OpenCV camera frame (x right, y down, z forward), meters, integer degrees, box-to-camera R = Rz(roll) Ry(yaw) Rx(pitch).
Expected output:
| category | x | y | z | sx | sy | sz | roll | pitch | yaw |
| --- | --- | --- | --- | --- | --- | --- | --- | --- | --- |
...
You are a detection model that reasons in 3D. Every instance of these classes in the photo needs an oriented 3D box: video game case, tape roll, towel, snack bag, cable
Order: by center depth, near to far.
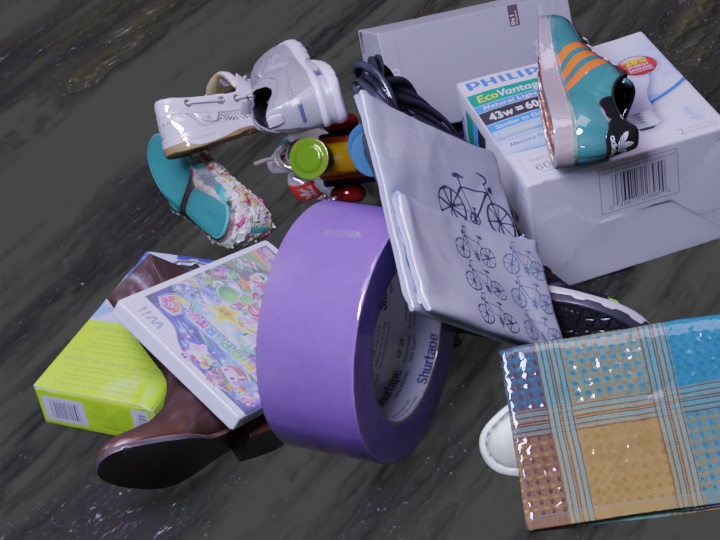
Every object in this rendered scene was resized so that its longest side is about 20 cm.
| category | x | y | z | sx | sy | sz | roll | pitch | yaw |
| --- | --- | --- | --- | --- | --- | --- | --- | --- | --- |
| towel | 0.213 | 0.114 | 1.232 | 0.199 | 0.022 | 0.147 | -9 | 74 | 4 |
| snack bag | 0.080 | -0.036 | 1.281 | 0.021 | 0.188 | 0.201 | -32 | 58 | 32 |
| tape roll | 0.001 | 0.048 | 1.293 | 0.085 | 0.200 | 0.200 | 9 | 40 | 24 |
| video game case | -0.092 | 0.049 | 1.366 | 0.143 | 0.018 | 0.200 | 42 | 35 | 17 |
| cable | 0.059 | -0.105 | 1.403 | 0.051 | 0.163 | 0.200 | -40 | 58 | 27 |

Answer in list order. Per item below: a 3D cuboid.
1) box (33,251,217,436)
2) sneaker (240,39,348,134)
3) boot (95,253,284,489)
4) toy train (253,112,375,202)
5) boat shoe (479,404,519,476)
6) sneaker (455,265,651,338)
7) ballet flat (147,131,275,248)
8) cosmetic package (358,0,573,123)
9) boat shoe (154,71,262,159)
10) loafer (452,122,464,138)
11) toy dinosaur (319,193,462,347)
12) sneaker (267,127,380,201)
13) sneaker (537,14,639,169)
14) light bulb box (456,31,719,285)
| category | x | y | z | sx | sy | sz | roll | pitch | yaw |
| --- | --- | --- | --- | --- | --- | --- | --- | --- | --- |
| box | -0.185 | 0.064 | 1.450 | 0.122 | 0.048 | 0.200 | 8 | 39 | 23 |
| sneaker | -0.079 | -0.168 | 1.522 | 0.082 | 0.075 | 0.200 | -19 | 14 | -13 |
| boot | -0.171 | 0.075 | 1.337 | 0.186 | 0.064 | 0.200 | -6 | 52 | -41 |
| toy train | -0.034 | -0.103 | 1.511 | 0.199 | 0.085 | 0.116 | -5 | 3 | 23 |
| boat shoe | 0.189 | 0.114 | 1.276 | 0.201 | 0.061 | 0.072 | -19 | 78 | -1 |
| sneaker | 0.160 | 0.022 | 1.381 | 0.199 | 0.072 | 0.083 | 17 | 40 | 16 |
| ballet flat | -0.150 | -0.077 | 1.637 | 0.064 | 0.076 | 0.200 | 5 | 28 | -36 |
| cosmetic package | 0.107 | -0.205 | 1.604 | 0.199 | 0.107 | 0.090 | -16 | 13 | -13 |
| boat shoe | -0.125 | -0.167 | 1.634 | 0.071 | 0.070 | 0.200 | -17 | 4 | 40 |
| loafer | 0.137 | -0.131 | 1.641 | 0.199 | 0.063 | 0.072 | -15 | 13 | -13 |
| toy dinosaur | 0.000 | 0.000 | 1.458 | 0.199 | 0.086 | 0.136 | 4 | 38 | 19 |
| sneaker | -0.016 | -0.091 | 1.619 | 0.093 | 0.070 | 0.200 | -41 | 44 | -14 |
| sneaker | 0.198 | -0.158 | 1.433 | 0.080 | 0.072 | 0.200 | -4 | 41 | 2 |
| light bulb box | 0.215 | -0.104 | 1.514 | 0.198 | 0.125 | 0.200 | -17 | 37 | -8 |
